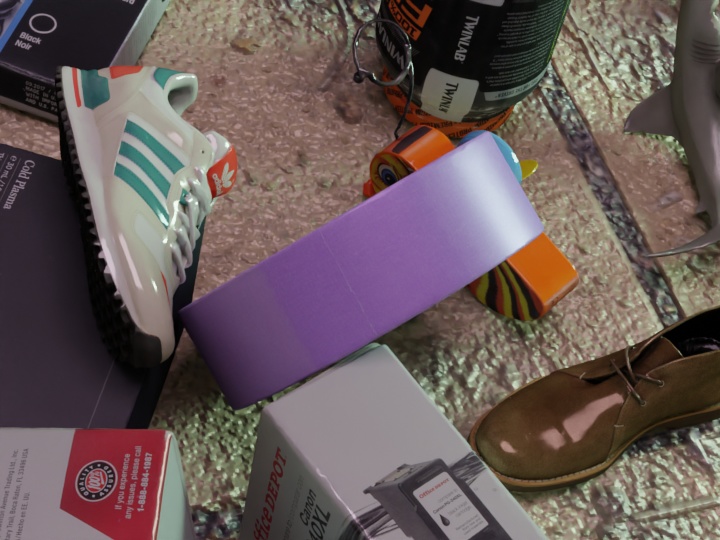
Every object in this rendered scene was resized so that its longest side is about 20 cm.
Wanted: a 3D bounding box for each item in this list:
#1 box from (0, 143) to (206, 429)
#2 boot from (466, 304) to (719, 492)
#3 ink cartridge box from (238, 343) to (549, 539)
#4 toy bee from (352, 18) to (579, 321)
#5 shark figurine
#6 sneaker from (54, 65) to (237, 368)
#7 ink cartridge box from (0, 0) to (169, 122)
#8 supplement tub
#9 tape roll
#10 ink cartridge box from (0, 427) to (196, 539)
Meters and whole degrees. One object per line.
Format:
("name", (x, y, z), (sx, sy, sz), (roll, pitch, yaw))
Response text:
("box", (-0.199, 0.038, 1.013), (0.182, 0.104, 0.200), (16, 49, 1))
("boot", (0.152, 0.068, 1.090), (0.200, 0.076, 0.074), (-20, 59, -25))
("ink cartridge box", (0.027, 0.160, 0.937), (0.083, 0.145, 0.200), (-26, 61, -27))
("toy bee", (0.054, -0.053, 1.164), (0.131, 0.109, 0.200), (-14, 82, -27))
("shark figurine", (0.223, -0.090, 1.254), (0.089, 0.128, 0.215), (-4, 66, 16))
("sneaker", (-0.106, -0.039, 0.984), (0.093, 0.070, 0.200), (-9, 51, -13))
("ink cartridge box", (-0.234, -0.199, 1.244), (0.198, 0.043, 0.200), (19, 48, 3))
("supplement tub", (0.078, -0.189, 1.203), (0.122, 0.200, 0.123), (6, 50, -7))
("tape roll", (0.000, 0.000, 1.015), (0.200, 0.200, 0.066), (-31, 92, -32))
("ink cartridge box", (-0.185, 0.170, 0.856), (0.200, 0.145, 0.145), (1, 49, 4))
